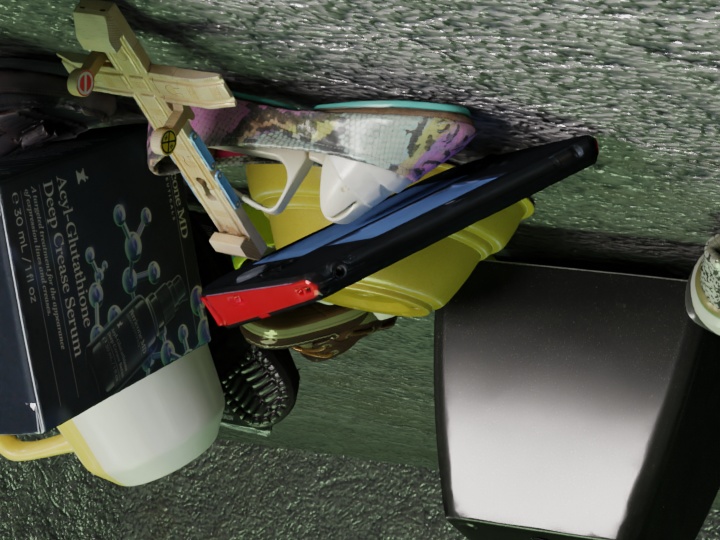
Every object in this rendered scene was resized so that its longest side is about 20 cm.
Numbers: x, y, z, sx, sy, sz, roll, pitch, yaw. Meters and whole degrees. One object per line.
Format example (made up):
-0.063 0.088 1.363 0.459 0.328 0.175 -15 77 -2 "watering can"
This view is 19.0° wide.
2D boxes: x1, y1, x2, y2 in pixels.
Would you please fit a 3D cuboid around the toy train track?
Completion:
-0.105 -0.065 1.169 0.114 0.033 0.201 11 148 34 "toy train track"

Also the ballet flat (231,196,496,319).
0.000 0.000 1.549 0.198 0.067 0.067 13 138 -3 "ballet flat"

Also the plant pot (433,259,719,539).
0.155 0.116 1.515 0.198 0.179 0.200 6 162 22 "plant pot"

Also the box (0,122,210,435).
-0.194 0.002 1.318 0.106 0.150 0.200 -4 -167 27 "box"

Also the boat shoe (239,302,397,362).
-0.025 0.037 1.609 0.072 0.073 0.200 24 -157 23 "boat shoe"

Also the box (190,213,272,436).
-0.151 0.033 1.695 0.198 0.159 0.050 11 171 -4 "box"

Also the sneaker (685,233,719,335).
0.295 0.015 1.324 0.198 0.078 0.089 6 162 16 "sneaker"

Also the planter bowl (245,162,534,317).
0.009 -0.019 1.408 0.198 0.084 0.200 11 170 2 "planter bowl"

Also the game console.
0.017 -0.024 1.214 0.199 0.031 0.177 -27 -177 -24 "game console"

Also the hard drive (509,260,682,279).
0.176 0.027 1.616 0.199 0.043 0.134 2 167 39 "hard drive"

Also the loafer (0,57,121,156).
-0.225 -0.091 1.314 0.199 0.064 0.072 4 168 38 "loafer"

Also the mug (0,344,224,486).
-0.183 0.071 1.574 0.149 0.154 0.186 -36 -163 -35 "mug"

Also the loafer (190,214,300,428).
-0.115 0.031 1.642 0.073 0.201 0.071 -34 176 15 "loafer"

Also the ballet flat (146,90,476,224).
-0.032 -0.065 1.216 0.198 0.072 0.069 7 170 21 "ballet flat"
